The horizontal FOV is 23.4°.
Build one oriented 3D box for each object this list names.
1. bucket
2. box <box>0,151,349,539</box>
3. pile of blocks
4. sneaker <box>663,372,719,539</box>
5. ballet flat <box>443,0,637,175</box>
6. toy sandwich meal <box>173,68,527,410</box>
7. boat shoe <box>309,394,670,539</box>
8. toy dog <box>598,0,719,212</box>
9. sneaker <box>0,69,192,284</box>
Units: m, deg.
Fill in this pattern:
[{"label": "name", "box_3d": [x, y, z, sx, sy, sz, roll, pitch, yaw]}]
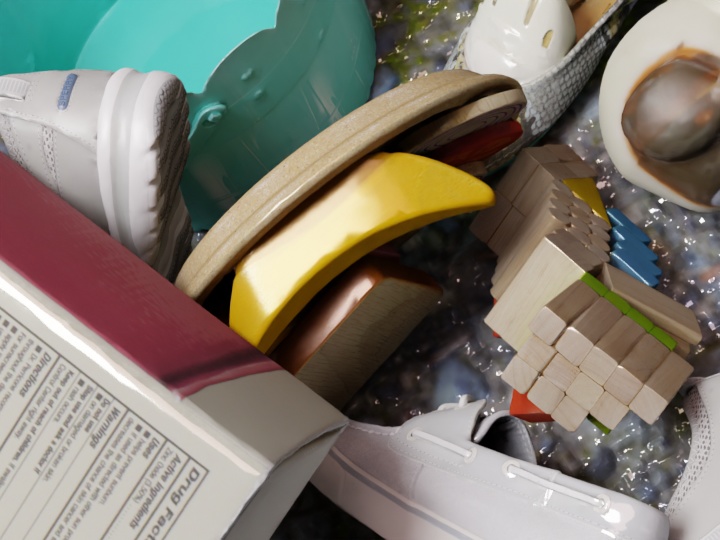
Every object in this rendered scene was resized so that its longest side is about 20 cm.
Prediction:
[{"label": "bucket", "box_3d": [-0.094, -0.126, 0.839, 0.205, 0.135, 0.209, -8, 61, 15]}, {"label": "box", "box_3d": [-0.126, 0.052, 0.623, 0.199, 0.109, 0.128, 37, 102, 9]}, {"label": "pile of blocks", "box_3d": [0.088, 0.018, 0.727, 0.062, 0.082, 0.200, -56, 14, 25]}, {"label": "sneaker", "box_3d": [0.142, 0.125, 0.637, 0.081, 0.075, 0.201, -7, 55, 34]}, {"label": "ballet flat", "box_3d": [0.095, -0.134, 0.817, 0.072, 0.072, 0.201, 36, 80, 30]}, {"label": "toy sandwich meal", "box_3d": [0.000, 0.000, 0.726, 0.205, 0.205, 0.070, -37, 78, -2]}, {"label": "boat shoe", "box_3d": [0.044, 0.086, 0.687, 0.069, 0.072, 0.200, -60, 29, -5]}, {"label": "toy dog", "box_3d": [0.167, -0.123, 0.738, 0.192, 0.140, 0.202, 16, 86, -3]}, {"label": "sneaker", "box_3d": [-0.119, -0.015, 0.752, 0.081, 0.201, 0.075, 13, 46, 3]}]
